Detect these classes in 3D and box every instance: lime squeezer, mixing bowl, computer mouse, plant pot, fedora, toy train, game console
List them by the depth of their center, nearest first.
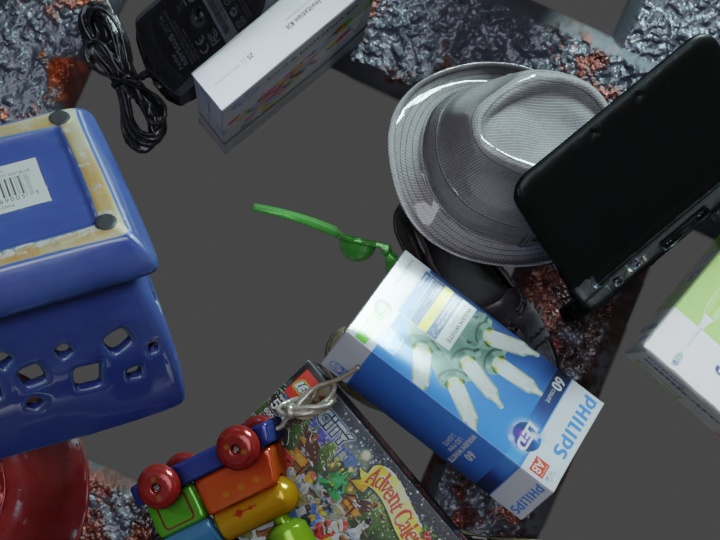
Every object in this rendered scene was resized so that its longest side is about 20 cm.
[{"bbox_3d":[-0.254,0.002,1.292,0.198,0.181,0.201,-16,51,-16],"label":"plant pot"},{"bbox_3d":[-0.065,0.167,1.325,0.199,0.085,0.117,-26,87,11],"label":"toy train"},{"bbox_3d":[-0.317,0.171,1.356,0.198,0.108,0.202,0,84,-1],"label":"mixing bowl"},{"bbox_3d":[0.217,-0.068,1.372,0.199,0.176,0.117,-38,86,-5],"label":"game console"},{"bbox_3d":[0.130,-0.098,1.383,0.198,0.090,0.179,3,70,-22],"label":"fedora"},{"bbox_3d":[-0.132,-0.198,1.405,0.199,0.053,0.139,-31,77,30],"label":"computer mouse"},{"bbox_3d":[0.000,0.000,1.432,0.071,0.038,0.200,-42,87,25],"label":"lime squeezer"}]

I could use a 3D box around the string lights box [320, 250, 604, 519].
[{"bbox_3d":[0.080,0.089,1.354,0.199,0.059,0.103,37,52,0],"label":"string lights box"}]

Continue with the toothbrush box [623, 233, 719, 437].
[{"bbox_3d":[0.336,0.036,1.410,0.145,0.086,0.200,40,83,2],"label":"toothbrush box"}]

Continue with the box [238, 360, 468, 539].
[{"bbox_3d":[-0.023,0.191,1.368,0.137,0.038,0.200,-43,74,6],"label":"box"}]

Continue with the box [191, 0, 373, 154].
[{"bbox_3d":[-0.060,-0.169,1.360,0.156,0.200,0.041,-40,87,-7],"label":"box"}]

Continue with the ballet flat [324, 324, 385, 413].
[{"bbox_3d":[0.061,0.106,1.395,0.199,0.046,0.068,34,82,-8],"label":"ballet flat"}]

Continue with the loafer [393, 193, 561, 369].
[{"bbox_3d":[0.094,0.021,1.413,0.072,0.063,0.201,-36,86,-6],"label":"loafer"}]

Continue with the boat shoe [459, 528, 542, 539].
[{"bbox_3d":[0.083,0.241,1.385,0.198,0.065,0.074,-1,85,-2],"label":"boat shoe"}]
